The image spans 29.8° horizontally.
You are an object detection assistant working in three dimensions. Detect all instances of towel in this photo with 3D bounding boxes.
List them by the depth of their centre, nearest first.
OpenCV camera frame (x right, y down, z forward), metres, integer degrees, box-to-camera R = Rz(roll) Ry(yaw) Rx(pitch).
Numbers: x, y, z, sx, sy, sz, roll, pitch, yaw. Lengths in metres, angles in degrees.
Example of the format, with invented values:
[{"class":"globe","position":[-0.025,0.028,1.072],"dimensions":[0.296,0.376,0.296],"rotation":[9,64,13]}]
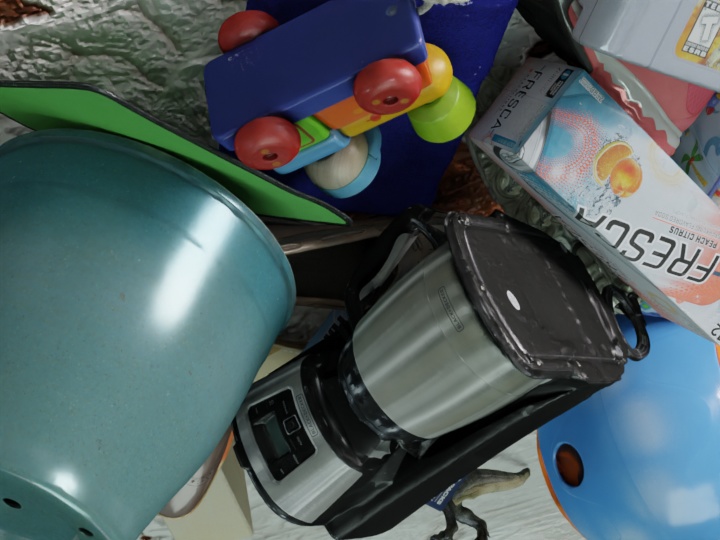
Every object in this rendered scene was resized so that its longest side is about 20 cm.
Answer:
[{"class":"towel","position":[-0.003,-0.113,0.790],"dimensions":[0.147,0.050,0.200],"rotation":[4,142,-13]}]

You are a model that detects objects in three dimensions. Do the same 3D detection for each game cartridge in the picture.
[{"class":"game cartridge","position":[0.214,-0.164,0.746],"dimensions":[0.199,0.042,0.134],"rotation":[8,118,-39]}]

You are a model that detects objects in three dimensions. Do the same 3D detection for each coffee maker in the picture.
[{"class":"coffee maker","position":[0.051,0.074,0.818],"dimensions":[0.192,0.135,0.200],"rotation":[29,127,-35]}]

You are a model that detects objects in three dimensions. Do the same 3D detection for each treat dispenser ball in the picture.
[{"class":"treat dispenser ball","position":[0.234,0.126,1.027],"dimensions":[0.200,0.202,0.201],"rotation":[-9,145,-7]}]

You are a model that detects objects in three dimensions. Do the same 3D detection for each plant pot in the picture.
[{"class":"plant pot","position":[-0.160,0.059,0.749],"dimensions":[0.199,0.189,0.201],"rotation":[14,145,10]}]

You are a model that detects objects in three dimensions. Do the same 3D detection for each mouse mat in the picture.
[{"class":"mouse mat","position":[-0.117,-0.065,0.760],"dimensions":[0.160,0.008,0.200],"rotation":[9,169,46]}]

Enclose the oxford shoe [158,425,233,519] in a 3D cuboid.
[{"class":"oxford shoe","position":[-0.115,0.085,0.918],"dimensions":[0.071,0.073,0.201],"rotation":[11,105,-7]}]

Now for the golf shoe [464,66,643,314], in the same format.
[{"class":"golf shoe","position":[0.114,-0.051,0.887],"dimensions":[0.078,0.097,0.200],"rotation":[-46,118,-13]}]

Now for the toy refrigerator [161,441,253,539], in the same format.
[{"class":"toy refrigerator","position":[-0.141,0.144,1.066],"dimensions":[0.070,0.076,0.200],"rotation":[-14,145,0]}]

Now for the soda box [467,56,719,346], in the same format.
[{"class":"soda box","position":[0.161,-0.040,0.815],"dimensions":[0.200,0.068,0.064],"rotation":[39,88,-26]}]

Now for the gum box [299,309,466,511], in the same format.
[{"class":"gum box","position":[0.046,0.076,1.001],"dimensions":[0.170,0.045,0.200],"rotation":[-53,136,4]}]

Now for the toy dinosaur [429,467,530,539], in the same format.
[{"class":"toy dinosaur","position":[0.084,0.207,1.216],"dimensions":[0.199,0.089,0.047],"rotation":[11,148,-30]}]

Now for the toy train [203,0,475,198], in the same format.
[{"class":"toy train","position":[0.029,-0.106,0.702],"dimensions":[0.199,0.085,0.116],"rotation":[-23,151,20]}]

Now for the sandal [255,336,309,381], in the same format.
[{"class":"sandal","position":[-0.029,0.090,1.034],"dimensions":[0.211,0.070,0.078],"rotation":[11,138,-31]}]

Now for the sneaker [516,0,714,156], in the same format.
[{"class":"sneaker","position":[0.153,-0.149,0.787],"dimensions":[0.087,0.074,0.200],"rotation":[-45,137,5]}]

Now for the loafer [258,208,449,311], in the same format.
[{"class":"loafer","position":[0.000,0.000,0.861],"dimensions":[0.199,0.063,0.072],"rotation":[-1,106,-21]}]

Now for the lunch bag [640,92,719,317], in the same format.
[{"class":"lunch bag","position":[0.277,-0.048,0.937],"dimensions":[0.160,0.083,0.200],"rotation":[0,143,-17]}]
